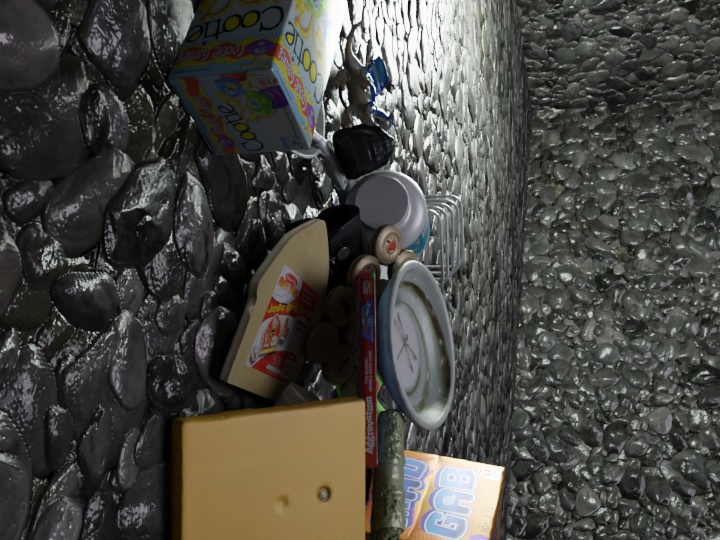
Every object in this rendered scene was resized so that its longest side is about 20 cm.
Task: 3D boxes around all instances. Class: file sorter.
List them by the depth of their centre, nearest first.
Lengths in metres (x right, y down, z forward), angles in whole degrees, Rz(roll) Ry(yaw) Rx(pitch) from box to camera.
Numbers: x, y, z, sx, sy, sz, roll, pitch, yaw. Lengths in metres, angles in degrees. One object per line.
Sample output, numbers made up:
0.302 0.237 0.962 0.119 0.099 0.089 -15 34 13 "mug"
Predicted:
0.094 -0.048 1.267 0.200 0.124 0.140 -34 123 -69 "file sorter"

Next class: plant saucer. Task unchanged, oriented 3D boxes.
0.057 0.091 0.922 0.200 0.050 0.201 35 50 -57 "plant saucer"

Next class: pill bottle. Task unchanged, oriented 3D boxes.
0.038 -0.071 1.058 0.200 0.110 0.111 47 45 -79 "pill bottle"

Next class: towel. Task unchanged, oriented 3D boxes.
0.032 0.252 0.908 0.200 0.036 0.149 90 2 -63 "towel"

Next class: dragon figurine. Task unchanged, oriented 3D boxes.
0.003 -0.268 1.095 0.100 0.059 0.201 -67 152 -49 "dragon figurine"

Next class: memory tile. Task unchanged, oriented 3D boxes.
0.014 0.055 0.944 0.200 0.017 0.153 -55 135 -21 "memory tile"

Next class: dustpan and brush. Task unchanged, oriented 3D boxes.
-0.063 -0.164 0.892 0.200 0.057 0.140 71 26 -50 "dustpan and brush"

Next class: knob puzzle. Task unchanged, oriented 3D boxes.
-0.085 0.035 0.834 0.220 0.030 0.221 16 90 -71 "knob puzzle"

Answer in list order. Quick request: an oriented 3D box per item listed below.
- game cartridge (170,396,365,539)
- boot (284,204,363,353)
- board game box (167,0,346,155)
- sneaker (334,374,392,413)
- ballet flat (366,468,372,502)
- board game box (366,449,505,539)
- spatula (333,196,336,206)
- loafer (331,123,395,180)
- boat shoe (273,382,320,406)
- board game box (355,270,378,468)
-0.082 0.216 0.727 0.199 0.032 0.177 1 89 -35 "game cartridge"
-0.001 0.001 0.975 0.165 0.066 0.201 -32 128 -24 "boot"
-0.090 -0.222 0.742 0.105 0.102 0.201 64 32 -53 "board game box"
0.005 0.162 1.106 0.084 0.076 0.201 -93 176 -58 "sneaker"
-0.037 0.217 0.860 0.200 0.070 0.066 55 51 -61 "ballet flat"
0.087 0.400 1.089 0.200 0.199 0.201 -48 142 -64 "board game box"
-0.017 -0.031 1.092 0.200 0.020 0.057 59 32 -58 "spatula"
0.004 -0.155 0.995 0.201 0.070 0.068 -124 -163 -79 "loafer"
-0.057 0.192 0.908 0.069 0.072 0.200 -46 158 -5 "boat shoe"
0.006 0.104 0.840 0.103 0.019 0.201 108 -19 -85 "board game box"
